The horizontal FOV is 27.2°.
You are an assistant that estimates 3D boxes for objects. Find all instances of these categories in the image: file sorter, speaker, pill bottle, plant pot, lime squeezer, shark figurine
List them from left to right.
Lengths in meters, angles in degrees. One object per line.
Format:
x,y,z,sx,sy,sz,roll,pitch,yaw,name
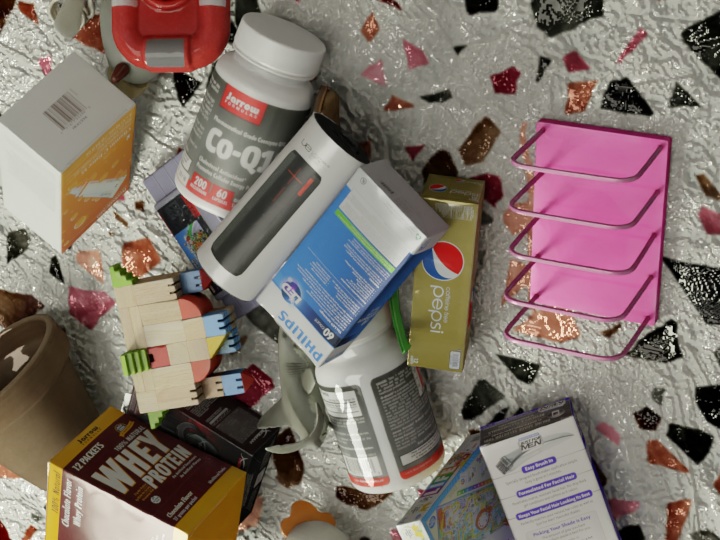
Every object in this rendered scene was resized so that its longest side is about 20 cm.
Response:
-0.421,0.185,1.913,0.199,0.201,0.175,-18,121,34,plant pot
-0.117,-0.165,1.598,0.113,0.114,0.202,29,113,14,pill bottle
-0.080,-0.067,1.551,0.081,0.081,0.200,44,105,4,speaker
-0.078,0.168,1.701,0.088,0.215,0.129,-19,122,3,shark figurine
0.000,0.000,1.616,0.200,0.071,0.038,45,165,10,lime squeezer
0.015,0.137,1.672,0.115,0.116,0.202,-8,107,32,pill bottle
0.219,-0.028,1.477,0.137,0.125,0.202,11,117,24,file sorter

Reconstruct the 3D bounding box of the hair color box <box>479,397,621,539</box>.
0.213,0.253,1.627,0.108,0.065,0.202,-19,104,10,hair color box

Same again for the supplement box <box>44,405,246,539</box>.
-0.265,0.311,1.806,0.198,0.133,0.199,23,125,18,supplement box

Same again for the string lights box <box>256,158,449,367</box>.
-0.011,-0.006,1.545,0.103,0.059,0.200,46,119,11,string lights box

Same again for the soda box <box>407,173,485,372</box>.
0.091,0.003,1.590,0.063,0.068,0.202,8,116,8,soda box

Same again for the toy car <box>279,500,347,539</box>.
-0.035,0.376,1.812,0.184,0.175,0.203,-28,69,48,toy car

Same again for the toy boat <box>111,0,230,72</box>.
-0.206,-0.312,1.555,0.129,0.131,0.203,0,93,7,toy boat

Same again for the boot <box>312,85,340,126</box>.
-0.020,-0.107,1.619,0.074,0.074,0.202,4,122,11,boot

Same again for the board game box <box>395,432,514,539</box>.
0.120,0.282,1.627,0.034,0.200,0.136,-19,102,33,board game box

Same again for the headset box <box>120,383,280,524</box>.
-0.216,0.218,1.863,0.199,0.077,0.150,29,123,13,headset box

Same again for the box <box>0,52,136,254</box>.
-0.334,-0.130,1.693,0.097,0.125,0.200,39,154,8,box

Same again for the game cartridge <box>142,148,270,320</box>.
-0.159,-0.051,1.736,0.129,0.038,0.201,-32,94,31,game cartridge

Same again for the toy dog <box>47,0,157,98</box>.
-0.288,-0.277,1.664,0.199,0.096,0.132,38,123,8,toy dog

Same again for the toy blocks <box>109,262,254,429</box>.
-0.204,0.079,1.744,0.135,0.100,0.203,-10,97,12,toy blocks
